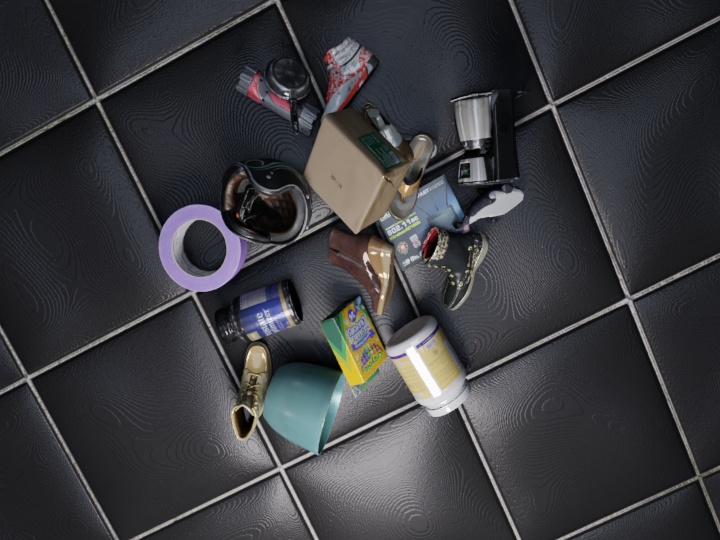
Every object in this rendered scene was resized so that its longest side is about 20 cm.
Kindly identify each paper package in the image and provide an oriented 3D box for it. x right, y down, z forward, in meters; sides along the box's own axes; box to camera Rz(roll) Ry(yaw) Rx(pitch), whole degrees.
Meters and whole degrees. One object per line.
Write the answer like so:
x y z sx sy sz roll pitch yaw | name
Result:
-0.015 -0.222 1.341 0.200 0.102 0.192 46 139 16 | paper package

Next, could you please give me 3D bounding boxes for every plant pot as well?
-0.140 0.315 1.457 0.157 0.200 0.207 16 99 9 | plant pot

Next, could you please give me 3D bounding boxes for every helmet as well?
-0.206 -0.156 1.380 0.187 0.198 0.206 3 102 -42 | helmet

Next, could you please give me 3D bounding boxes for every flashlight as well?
-0.188 -0.398 1.408 0.196 0.068 0.069 28 62 -6 | flashlight

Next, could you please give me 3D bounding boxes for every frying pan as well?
-0.171 -0.410 1.374 0.112 0.031 0.195 17 64 -14 | frying pan

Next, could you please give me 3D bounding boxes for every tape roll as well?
-0.374 -0.058 1.452 0.193 0.085 0.207 0 99 0 | tape roll

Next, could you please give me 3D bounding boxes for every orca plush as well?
0.290 -0.158 1.419 0.198 0.107 0.071 -34 53 -15 | orca plush

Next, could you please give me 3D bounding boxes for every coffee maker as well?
0.305 -0.300 1.378 0.186 0.135 0.207 -7 99 1 | coffee maker

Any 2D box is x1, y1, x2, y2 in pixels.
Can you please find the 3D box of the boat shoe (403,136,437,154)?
0.084 -0.282 1.415 0.194 0.072 0.072 -6 99 2 | boat shoe

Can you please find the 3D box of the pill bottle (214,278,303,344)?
-0.245 0.104 1.461 0.195 0.112 0.115 -20 98 4 | pill bottle

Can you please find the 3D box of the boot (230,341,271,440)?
-0.265 0.288 1.467 0.070 0.156 0.206 10 99 -1 | boot

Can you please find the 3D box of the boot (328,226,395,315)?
0.000 0.000 1.469 0.162 0.072 0.205 16 123 20 | boot

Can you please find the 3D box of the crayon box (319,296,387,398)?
-0.007 0.182 1.460 0.051 0.125 0.204 -18 101 37 | crayon box

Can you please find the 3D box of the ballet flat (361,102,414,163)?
0.053 -0.310 1.357 0.067 0.073 0.202 -28 54 -2 | ballet flat

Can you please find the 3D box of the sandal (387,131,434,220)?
0.113 -0.212 1.368 0.080 0.055 0.204 25 103 -5 | sandal

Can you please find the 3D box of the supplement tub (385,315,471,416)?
0.165 0.228 1.456 0.143 0.146 0.203 -31 97 6 | supplement tub

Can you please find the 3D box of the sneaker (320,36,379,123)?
-0.055 -0.435 1.398 0.107 0.067 0.203 38 94 -4 | sneaker

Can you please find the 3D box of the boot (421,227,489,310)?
0.198 -0.006 1.413 0.150 0.074 0.208 7 119 -30 | boot

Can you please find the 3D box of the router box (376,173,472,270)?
0.147 -0.115 1.444 0.196 0.062 0.153 -29 96 5 | router box
